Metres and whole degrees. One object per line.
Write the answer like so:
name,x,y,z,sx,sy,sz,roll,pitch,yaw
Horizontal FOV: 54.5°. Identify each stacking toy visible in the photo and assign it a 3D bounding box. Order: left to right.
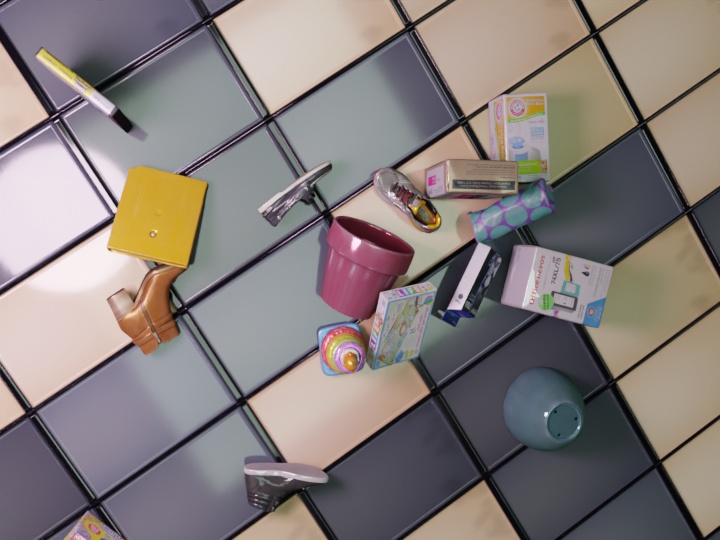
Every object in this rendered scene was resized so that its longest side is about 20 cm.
stacking toy,-0.029,0.188,1.555,0.108,0.200,0.118,-8,94,-8

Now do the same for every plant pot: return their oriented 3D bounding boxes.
plant pot,0.000,0.000,1.564,0.197,0.200,0.181,21,106,-10
plant pot,0.458,0.345,1.676,0.196,0.135,0.204,-1,94,-8

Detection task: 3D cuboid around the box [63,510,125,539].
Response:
box,-0.595,0.683,1.534,0.199,0.122,0.193,41,86,-9

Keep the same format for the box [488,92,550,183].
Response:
box,0.371,-0.306,1.639,0.110,0.101,0.204,-4,94,-10

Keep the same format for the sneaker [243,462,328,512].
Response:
sneaker,-0.174,0.505,1.620,0.196,0.071,0.101,4,95,-3

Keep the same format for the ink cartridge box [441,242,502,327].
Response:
ink cartridge box,0.264,0.042,1.647,0.039,0.099,0.203,27,90,31

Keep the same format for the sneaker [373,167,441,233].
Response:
sneaker,0.115,-0.167,1.616,0.199,0.082,0.078,38,87,-9

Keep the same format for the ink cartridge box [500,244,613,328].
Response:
ink cartridge box,0.458,0.035,1.651,0.196,0.146,0.150,13,91,-9

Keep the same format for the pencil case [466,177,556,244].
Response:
pencil case,0.350,-0.135,1.617,0.198,0.092,0.086,-26,96,25

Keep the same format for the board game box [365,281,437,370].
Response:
board game box,0.090,0.126,1.581,0.132,0.034,0.203,-11,130,-29

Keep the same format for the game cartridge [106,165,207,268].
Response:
game cartridge,-0.439,-0.119,1.526,0.173,0.032,0.204,13,69,-10

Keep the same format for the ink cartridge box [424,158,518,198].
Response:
ink cartridge box,0.244,-0.202,1.575,0.161,0.200,0.077,-1,93,-8

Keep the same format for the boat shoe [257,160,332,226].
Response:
boat shoe,-0.135,-0.171,1.581,0.198,0.074,0.067,-36,100,-5

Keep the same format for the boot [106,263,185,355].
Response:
boot,-0.441,0.078,1.555,0.198,0.074,0.156,-32,105,-7

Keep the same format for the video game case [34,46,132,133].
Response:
video game case,-0.561,-0.363,1.435,0.180,0.200,0.026,39,85,-9
